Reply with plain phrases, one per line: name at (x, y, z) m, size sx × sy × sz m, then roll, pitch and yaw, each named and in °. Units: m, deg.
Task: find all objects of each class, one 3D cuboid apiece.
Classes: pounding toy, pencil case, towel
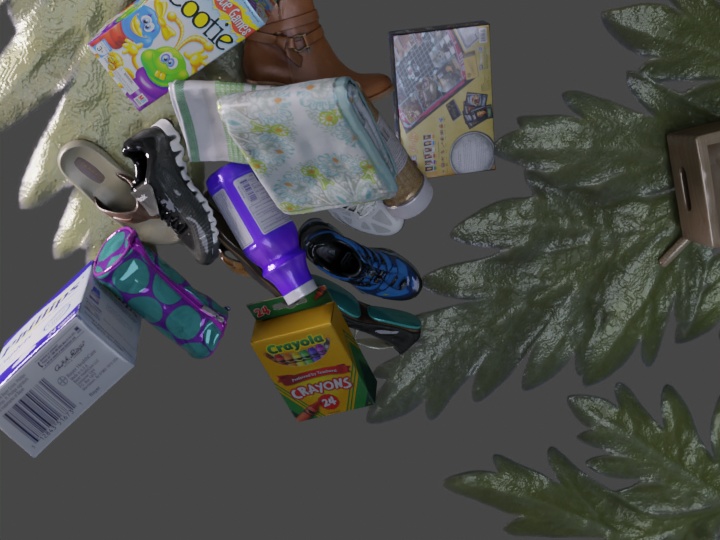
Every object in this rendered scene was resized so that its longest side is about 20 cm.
pounding toy at (0.523, -0.111, 1.545) m, size 0.182 × 0.142 × 0.202 m, roll -13°, pitch 101°, yaw -5°
pencil case at (-0.267, 0.031, 1.466) m, size 0.092 × 0.086 × 0.200 m, roll -24°, pitch 126°, yaw 37°
towel at (-0.057, -0.146, 1.302) m, size 0.169 × 0.049 × 0.201 m, roll -7°, pitch 142°, yaw 20°
towel at (-0.129, -0.175, 1.340) m, size 0.198 × 0.031 × 0.150 m, roll 6°, pitch 151°, yaw 7°

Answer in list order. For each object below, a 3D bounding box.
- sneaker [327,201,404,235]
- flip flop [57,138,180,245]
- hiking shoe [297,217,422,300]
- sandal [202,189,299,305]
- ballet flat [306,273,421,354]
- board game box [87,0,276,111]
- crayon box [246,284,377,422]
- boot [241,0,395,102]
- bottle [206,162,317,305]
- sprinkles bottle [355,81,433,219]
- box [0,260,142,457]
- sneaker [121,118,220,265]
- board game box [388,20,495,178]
sneaker at (-0.020, -0.092, 1.456) m, size 0.199 × 0.116 × 0.076 m, roll 29°, pitch 104°, yaw -18°
flip flop at (-0.315, -0.099, 1.436) m, size 0.200 × 0.058 × 0.081 m, roll 39°, pitch 100°, yaw -20°
hiking shoe at (0.000, 0.000, 1.509) m, size 0.198 × 0.087 × 0.075 m, roll 23°, pitch 105°, yaw -17°
sandal at (-0.158, -0.025, 1.491) m, size 0.054 × 0.082 × 0.200 m, roll -26°, pitch 120°, yaw 29°
ballet flat at (-0.007, 0.073, 1.549) m, size 0.198 × 0.068 × 0.069 m, roll 23°, pitch 115°, yaw -16°
board game box at (-0.217, -0.304, 1.326) m, size 0.199 × 0.103 × 0.105 m, roll -30°, pitch 113°, yaw 19°
crayon box at (-0.070, 0.120, 1.520) m, size 0.126 × 0.051 × 0.201 m, roll -15°, pitch 126°, yaw 18°
boot at (-0.056, -0.285, 1.405) m, size 0.198 × 0.074 × 0.156 m, roll -9°, pitch 106°, yaw -11°
bottle at (-0.126, -0.051, 1.440) m, size 0.065 × 0.083 × 0.201 m, roll -30°, pitch 91°, yaw 37°
sprinkles bottle at (0.022, -0.154, 1.403) m, size 0.068 × 0.068 × 0.200 m, roll -36°, pitch 128°, yaw 5°
box at (-0.389, 0.111, 1.424) m, size 0.184 × 0.200 × 0.105 m, roll -42°, pitch 109°, yaw 7°
sneaker at (-0.253, -0.093, 1.404) m, size 0.090 × 0.066 × 0.202 m, roll -23°, pitch 91°, yaw -39°
board game box at (0.112, -0.230, 1.471) m, size 0.134 × 0.035 × 0.202 m, roll -7°, pitch 111°, yaw -7°
